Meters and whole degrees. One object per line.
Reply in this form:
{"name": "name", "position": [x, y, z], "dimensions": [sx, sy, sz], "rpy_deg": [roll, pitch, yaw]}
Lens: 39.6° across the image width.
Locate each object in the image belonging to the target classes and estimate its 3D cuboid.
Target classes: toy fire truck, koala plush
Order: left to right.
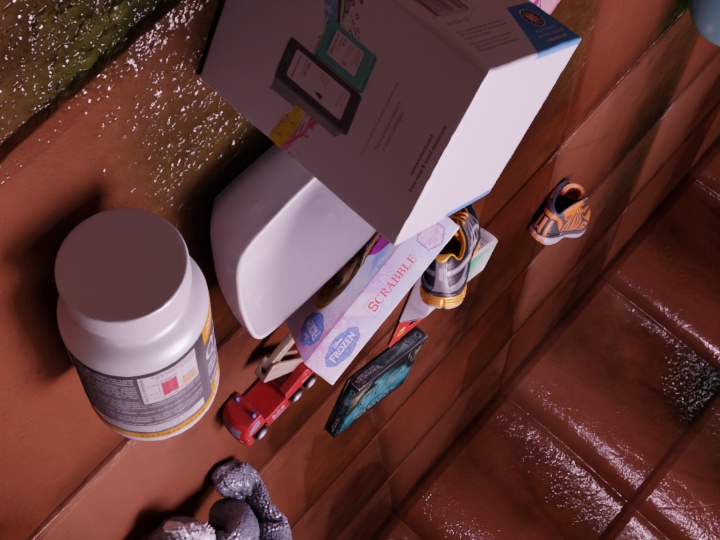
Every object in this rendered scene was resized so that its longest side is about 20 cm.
{"name": "koala plush", "position": [-0.202, 0.367, 1.293], "dimensions": [0.199, 0.184, 0.178], "rpy_deg": [9, 119, -56]}
{"name": "toy fire truck", "position": [-0.094, 0.117, 1.223], "dimensions": [0.200, 0.049, 0.141], "rpy_deg": [-45, 161, -15]}

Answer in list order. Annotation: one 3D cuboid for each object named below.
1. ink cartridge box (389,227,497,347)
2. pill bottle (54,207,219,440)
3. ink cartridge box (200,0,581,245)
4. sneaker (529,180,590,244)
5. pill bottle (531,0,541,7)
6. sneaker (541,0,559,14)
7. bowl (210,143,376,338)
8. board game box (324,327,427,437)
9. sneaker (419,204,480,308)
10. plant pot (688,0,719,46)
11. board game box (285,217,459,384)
{"name": "ink cartridge box", "position": [0.133, 0.038, 1.631], "dimensions": [0.161, 0.050, 0.201], "rpy_deg": [-36, 155, -39]}
{"name": "pill bottle", "position": [-0.172, 0.046, 0.780], "dimensions": [0.116, 0.116, 0.201], "rpy_deg": [-42, 161, -24]}
{"name": "ink cartridge box", "position": [0.018, -0.152, 0.713], "dimensions": [0.146, 0.200, 0.147], "rpy_deg": [-28, 154, -50]}
{"name": "sneaker", "position": [0.414, -0.123, 1.949], "dimensions": [0.199, 0.077, 0.113], "rpy_deg": [-29, 154, -50]}
{"name": "pill bottle", "position": [0.111, -0.204, 0.939], "dimensions": [0.113, 0.113, 0.201], "rpy_deg": [-44, 153, -19]}
{"name": "sneaker", "position": [0.151, -0.267, 1.016], "dimensions": [0.105, 0.075, 0.201], "rpy_deg": [-47, 167, -27]}
{"name": "bowl", "position": [-0.062, -0.051, 0.926], "dimensions": [0.200, 0.074, 0.201], "rpy_deg": [-44, 162, -20]}
{"name": "board game box", "position": [0.028, 0.190, 1.703], "dimensions": [0.199, 0.028, 0.136], "rpy_deg": [-33, 156, -44]}
{"name": "sneaker", "position": [0.116, -0.044, 1.287], "dimensions": [0.201, 0.077, 0.078], "rpy_deg": [-82, 171, -46]}
{"name": "plant pot", "position": [0.633, -0.460, 1.644], "dimensions": [0.201, 0.200, 0.161], "rpy_deg": [-46, 173, -14]}
{"name": "board game box", "position": [0.000, 0.000, 1.057], "dimensions": [0.200, 0.041, 0.200], "rpy_deg": [-51, -162, 3]}
